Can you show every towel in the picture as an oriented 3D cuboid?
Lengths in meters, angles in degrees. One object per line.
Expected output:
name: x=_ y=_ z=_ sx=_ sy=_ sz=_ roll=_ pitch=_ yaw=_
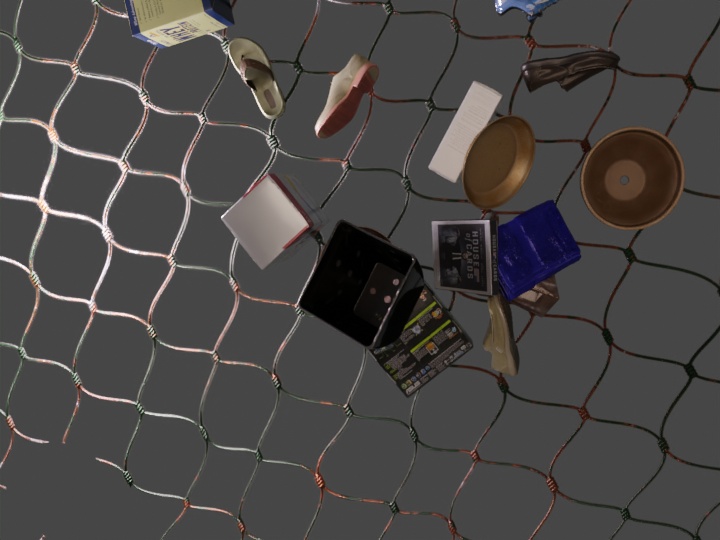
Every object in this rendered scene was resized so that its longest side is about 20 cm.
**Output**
towel: x=0.356 y=-0.046 z=1.399 sx=0.197 sy=0.050 sz=0.150 roll=-27 pitch=87 yaw=-15

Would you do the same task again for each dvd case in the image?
dvd case: x=0.218 y=-0.031 z=1.415 sx=0.024 sy=0.199 sz=0.154 roll=-5 pitch=95 yaw=-28

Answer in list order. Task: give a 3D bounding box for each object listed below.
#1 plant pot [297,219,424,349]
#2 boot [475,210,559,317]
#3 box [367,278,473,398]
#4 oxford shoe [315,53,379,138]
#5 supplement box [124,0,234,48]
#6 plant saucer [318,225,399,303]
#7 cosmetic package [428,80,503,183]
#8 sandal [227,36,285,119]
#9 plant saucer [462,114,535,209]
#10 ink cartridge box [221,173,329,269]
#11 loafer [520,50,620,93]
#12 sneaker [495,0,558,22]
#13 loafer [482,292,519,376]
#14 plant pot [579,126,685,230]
plant pot: x=0.025 y=0.043 z=1.396 sx=0.198 sy=0.177 sz=0.203 roll=27 pitch=90 yaw=30
boot: x=0.343 y=-0.012 z=1.444 sx=0.196 sy=0.064 sz=0.190 roll=17 pitch=101 yaw=8
box: x=0.120 y=0.152 z=1.500 sx=0.199 sy=0.048 sz=0.194 roll=-40 pitch=95 yaw=13
oxford shoe: x=-0.042 y=-0.387 z=1.492 sx=0.074 sy=0.071 sz=0.201 roll=44 pitch=100 yaw=26
supplement box: x=-0.416 y=-0.637 z=1.501 sx=0.195 sy=0.134 sz=0.205 roll=-12 pitch=93 yaw=13
plant saucer: x=0.000 y=0.000 z=1.530 sx=0.195 sy=0.034 sz=0.205 roll=2 pitch=97 yaw=12
cosmetic package: x=0.225 y=-0.288 z=1.420 sx=0.073 sy=0.102 sz=0.203 roll=28 pitch=102 yaw=9
sandal: x=-0.233 y=-0.442 z=1.522 sx=0.079 sy=0.057 sz=0.203 roll=-31 pitch=89 yaw=13
plant saucer: x=0.280 y=-0.228 z=1.395 sx=0.035 sy=0.198 sz=0.203 roll=41 pitch=105 yaw=47
ink cartridge box: x=-0.180 y=-0.112 z=1.473 sx=0.145 sy=0.200 sz=0.145 roll=-41 pitch=89 yaw=13
loafer: x=0.433 y=-0.407 z=1.385 sx=0.196 sy=0.073 sz=0.073 roll=-3 pitch=101 yaw=20
sneaker: x=0.373 y=-0.559 z=1.381 sx=0.196 sy=0.078 sz=0.091 roll=4 pitch=104 yaw=20
loafer: x=0.295 y=0.142 z=1.443 sx=0.067 sy=0.076 sz=0.204 roll=-6 pitch=113 yaw=22
plant pot: x=0.545 y=-0.186 z=1.366 sx=0.196 sy=0.093 sz=0.206 roll=1 pitch=96 yaw=11
